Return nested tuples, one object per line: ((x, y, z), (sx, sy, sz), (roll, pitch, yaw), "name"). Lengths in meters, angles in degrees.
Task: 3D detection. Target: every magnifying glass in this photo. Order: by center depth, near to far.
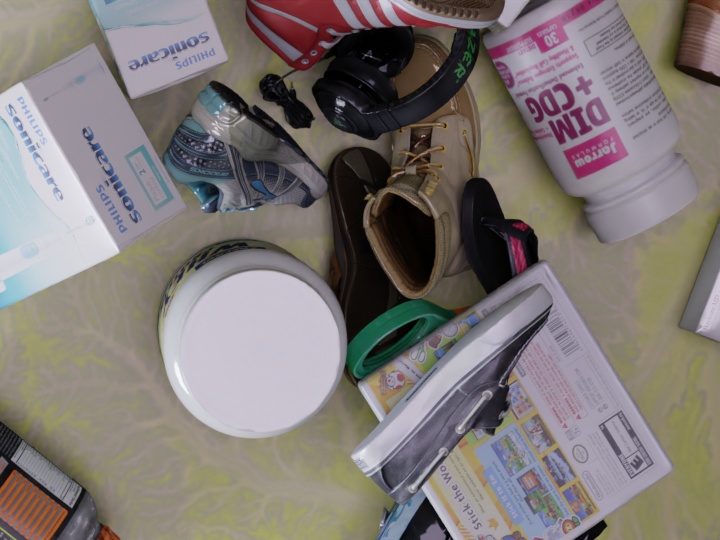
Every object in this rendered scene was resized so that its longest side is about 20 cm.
((0.061, 0.047, 1.660), (0.022, 0.199, 0.080), (52, 126, 19), "magnifying glass")

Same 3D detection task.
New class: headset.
((0.009, -0.153, 1.628), (0.094, 0.199, 0.124), (50, 45, -42), "headset")

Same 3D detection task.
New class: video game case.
((0.125, 0.124, 1.630), (0.181, 0.023, 0.201), (-33, 95, -6), "video game case")

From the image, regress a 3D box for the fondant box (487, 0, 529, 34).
((0.079, -0.304, 1.594), (0.200, 0.058, 0.145), (39, 87, -6), "fondant box")

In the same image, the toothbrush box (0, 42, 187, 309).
((-0.251, -0.066, 1.582), (0.085, 0.199, 0.147), (-37, 100, -43), "toothbrush box")

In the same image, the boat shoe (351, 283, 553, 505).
((0.085, 0.097, 1.578), (0.068, 0.072, 0.200), (45, 88, -3), "boat shoe")

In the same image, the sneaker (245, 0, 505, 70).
((0.006, -0.201, 1.567), (0.198, 0.113, 0.072), (13, 56, -2), "sneaker")

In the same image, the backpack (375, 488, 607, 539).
((0.078, 0.246, 1.694), (0.163, 0.154, 0.201), (36, 69, -15), "backpack")

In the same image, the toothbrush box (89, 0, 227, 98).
((-0.178, -0.241, 1.599), (0.085, 0.146, 0.201), (-22, 98, -5), "toothbrush box")

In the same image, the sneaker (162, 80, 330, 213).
((-0.096, -0.084, 1.622), (0.086, 0.200, 0.078), (-46, 63, 6), "sneaker")

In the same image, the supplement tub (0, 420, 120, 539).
((-0.297, 0.191, 1.637), (0.200, 0.123, 0.123), (41, 88, -9), "supplement tub")

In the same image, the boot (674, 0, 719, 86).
((0.374, -0.213, 1.724), (0.199, 0.074, 0.156), (21, 87, -12), "boot")

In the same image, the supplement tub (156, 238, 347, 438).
((-0.087, 0.052, 1.615), (0.144, 0.200, 0.146), (-1, 94, -8), "supplement tub")

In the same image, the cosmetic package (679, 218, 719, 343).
((0.348, -0.029, 1.744), (0.082, 0.051, 0.202), (20, 92, -8), "cosmetic package")

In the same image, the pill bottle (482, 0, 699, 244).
((0.193, -0.132, 1.682), (0.113, 0.113, 0.201), (-30, 98, -4), "pill bottle")

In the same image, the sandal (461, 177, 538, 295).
((0.130, 0.001, 1.677), (0.045, 0.075, 0.201), (-6, 129, 27), "sandal")

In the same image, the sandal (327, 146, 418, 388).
((0.000, 0.000, 1.696), (0.081, 0.054, 0.202), (-5, 81, -33), "sandal")

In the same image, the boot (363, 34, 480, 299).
((0.046, -0.085, 1.642), (0.072, 0.155, 0.202), (-5, 98, 19), "boot")
